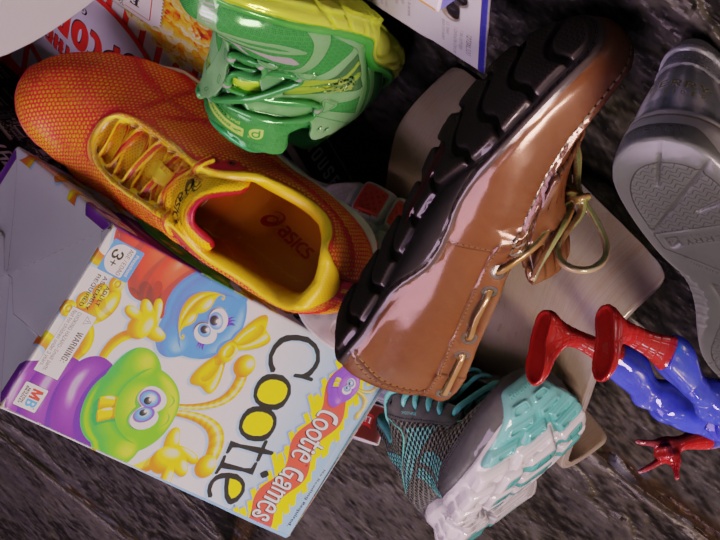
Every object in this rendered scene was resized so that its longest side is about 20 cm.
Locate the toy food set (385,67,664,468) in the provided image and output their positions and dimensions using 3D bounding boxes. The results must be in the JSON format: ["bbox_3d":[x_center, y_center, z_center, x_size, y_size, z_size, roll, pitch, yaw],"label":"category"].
[{"bbox_3d":[0.079,0.000,1.262,0.144,0.060,0.200,47,159,17],"label":"toy food set"}]

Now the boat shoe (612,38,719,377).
[{"bbox_3d":[0.169,-0.009,1.089,0.074,0.065,0.202,-6,138,36],"label":"boat shoe"}]

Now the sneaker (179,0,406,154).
[{"bbox_3d":[-0.033,-0.091,1.143,0.074,0.084,0.200,34,-178,18],"label":"sneaker"}]

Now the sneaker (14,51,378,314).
[{"bbox_3d":[-0.080,-0.048,1.204,0.200,0.073,0.077,29,-172,19],"label":"sneaker"}]

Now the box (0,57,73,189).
[{"bbox_3d":[-0.219,-0.081,1.383,0.200,0.086,0.164,45,-157,19],"label":"box"}]

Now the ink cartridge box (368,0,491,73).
[{"bbox_3d":[-0.017,-0.168,1.112,0.200,0.037,0.095,36,158,17],"label":"ink cartridge box"}]

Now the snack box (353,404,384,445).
[{"bbox_3d":[-0.082,0.054,1.430,0.200,0.024,0.072,21,175,-36],"label":"snack box"}]

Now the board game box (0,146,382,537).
[{"bbox_3d":[-0.101,0.037,1.290,0.200,0.103,0.105,30,-175,-42],"label":"board game box"}]

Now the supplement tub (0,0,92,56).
[{"bbox_3d":[-0.193,-0.204,1.137,0.200,0.140,0.140,53,161,12],"label":"supplement tub"}]

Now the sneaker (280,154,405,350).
[{"bbox_3d":[0.000,0.000,1.276,0.082,0.077,0.200,39,179,-43],"label":"sneaker"}]

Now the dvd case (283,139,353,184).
[{"bbox_3d":[-0.056,-0.049,1.416,0.150,0.025,0.200,16,148,45],"label":"dvd case"}]

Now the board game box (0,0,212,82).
[{"bbox_3d":[-0.115,-0.134,1.285,0.151,0.046,0.200,40,152,11],"label":"board game box"}]

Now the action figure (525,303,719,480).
[{"bbox_3d":[0.162,0.067,1.174,0.200,0.052,0.065,21,158,-37],"label":"action figure"}]

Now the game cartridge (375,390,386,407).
[{"bbox_3d":[-0.021,0.042,1.461,0.133,0.041,0.200,26,172,-42],"label":"game cartridge"}]

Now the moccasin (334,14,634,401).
[{"bbox_3d":[0.063,-0.022,1.118,0.078,0.202,0.074,23,-154,-14],"label":"moccasin"}]

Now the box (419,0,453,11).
[{"bbox_3d":[-0.009,-0.189,1.011,0.200,0.041,0.119,35,139,19],"label":"box"}]

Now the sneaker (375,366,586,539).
[{"bbox_3d":[0.046,0.076,1.271,0.091,0.078,0.200,53,160,10],"label":"sneaker"}]
